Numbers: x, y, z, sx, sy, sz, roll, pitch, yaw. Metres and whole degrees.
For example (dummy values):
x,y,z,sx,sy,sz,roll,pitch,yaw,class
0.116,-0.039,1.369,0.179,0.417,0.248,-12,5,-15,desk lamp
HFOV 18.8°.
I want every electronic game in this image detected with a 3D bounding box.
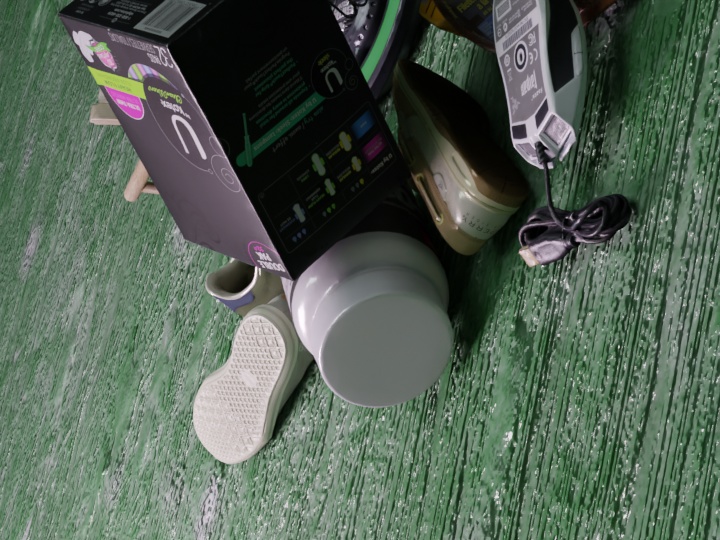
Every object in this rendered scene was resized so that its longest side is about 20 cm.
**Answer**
x,y,z,sx,sy,sz,roll,pitch,yaw,class
0.001,-0.211,1.781,0.200,0.041,0.202,-47,35,47,electronic game

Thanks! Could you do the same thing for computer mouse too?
x,y,z,sx,sy,sz,roll,pitch,yaw,class
0.127,-0.105,1.386,0.110,0.043,0.202,144,122,-64,computer mouse

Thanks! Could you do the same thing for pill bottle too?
x,y,z,sx,sy,sz,roll,pitch,yaw,class
0.000,0.000,1.548,0.114,0.113,0.201,-62,26,26,pill bottle

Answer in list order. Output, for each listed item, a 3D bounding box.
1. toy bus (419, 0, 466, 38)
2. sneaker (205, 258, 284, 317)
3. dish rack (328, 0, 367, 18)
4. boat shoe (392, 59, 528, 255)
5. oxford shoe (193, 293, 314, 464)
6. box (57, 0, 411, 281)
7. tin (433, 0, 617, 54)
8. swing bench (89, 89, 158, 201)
x,y,z,sx,sy,sz,roll,pitch,yaw,class
0.111,-0.259,1.526,0.202,0.065,0.078,-69,21,13,toy bus
-0.056,-0.036,1.734,0.201,0.089,0.067,-59,26,31,sneaker
0.025,-0.237,1.474,0.154,0.055,0.200,-50,5,-35,dish rack
0.055,-0.083,1.527,0.067,0.074,0.200,-58,27,21,boat shoe
-0.083,0.090,1.765,0.058,0.075,0.201,-38,-16,-42,oxford shoe
-0.083,-0.118,1.474,0.124,0.201,0.148,-42,35,-21,box
0.118,-0.211,1.416,0.200,0.112,0.042,-36,20,55,tin
-0.148,-0.181,1.899,0.200,0.128,0.201,83,-167,-71,swing bench
